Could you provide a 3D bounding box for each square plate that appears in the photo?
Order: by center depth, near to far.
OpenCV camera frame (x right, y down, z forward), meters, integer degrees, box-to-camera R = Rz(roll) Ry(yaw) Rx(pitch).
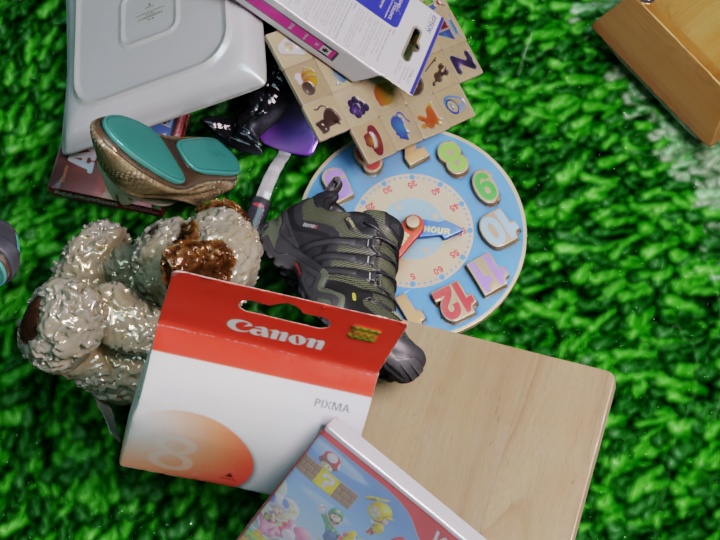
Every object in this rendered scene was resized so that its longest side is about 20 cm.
[{"bbox_3d":[-0.177,-0.214,1.062,0.197,0.028,0.201,-16,61,18],"label":"square plate"}]

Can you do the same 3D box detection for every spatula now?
[{"bbox_3d":[-0.080,-0.074,1.069,0.056,0.021,0.202,16,71,10],"label":"spatula"}]

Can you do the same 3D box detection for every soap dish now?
[{"bbox_3d":[0.334,-0.228,1.112,0.199,0.081,0.158,-36,75,-15],"label":"soap dish"}]

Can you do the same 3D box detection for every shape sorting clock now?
[{"bbox_3d":[0.044,-0.035,1.050,0.197,0.039,0.203,1,70,-2],"label":"shape sorting clock"}]

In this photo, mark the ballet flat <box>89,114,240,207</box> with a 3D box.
[{"bbox_3d":[-0.164,-0.077,0.985,0.065,0.199,0.071,-38,73,17],"label":"ballet flat"}]

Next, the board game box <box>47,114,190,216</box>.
[{"bbox_3d":[-0.200,-0.151,1.094,0.101,0.019,0.203,10,70,3],"label":"board game box"}]

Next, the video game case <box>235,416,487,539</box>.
[{"bbox_3d":[-0.015,0.213,0.879,0.142,0.201,0.017,38,32,3],"label":"video game case"}]

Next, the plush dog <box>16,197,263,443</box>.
[{"bbox_3d":[-0.147,0.021,0.955,0.171,0.200,0.161,-38,105,13],"label":"plush dog"}]

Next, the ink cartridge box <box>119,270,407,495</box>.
[{"bbox_3d":[-0.070,0.088,0.840,0.160,0.201,0.051,13,55,-11],"label":"ink cartridge box"}]

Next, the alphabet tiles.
[{"bbox_3d":[0.016,-0.187,1.073,0.199,0.006,0.168,-27,87,-34],"label":"alphabet tiles"}]

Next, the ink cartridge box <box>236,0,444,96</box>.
[{"bbox_3d":[-0.028,-0.230,1.038,0.199,0.037,0.096,32,59,-14],"label":"ink cartridge box"}]

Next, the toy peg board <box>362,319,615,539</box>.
[{"bbox_3d":[0.080,0.165,0.962,0.196,0.098,0.202,13,68,19],"label":"toy peg board"}]

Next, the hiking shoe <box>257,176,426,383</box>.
[{"bbox_3d":[0.000,0.000,0.966,0.100,0.076,0.200,-41,55,-2],"label":"hiking shoe"}]

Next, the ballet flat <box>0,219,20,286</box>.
[{"bbox_3d":[-0.374,-0.018,1.018,0.197,0.073,0.074,0,69,4],"label":"ballet flat"}]

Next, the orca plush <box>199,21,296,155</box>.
[{"bbox_3d":[-0.076,-0.201,1.074,0.104,0.071,0.201,26,65,32],"label":"orca plush"}]
